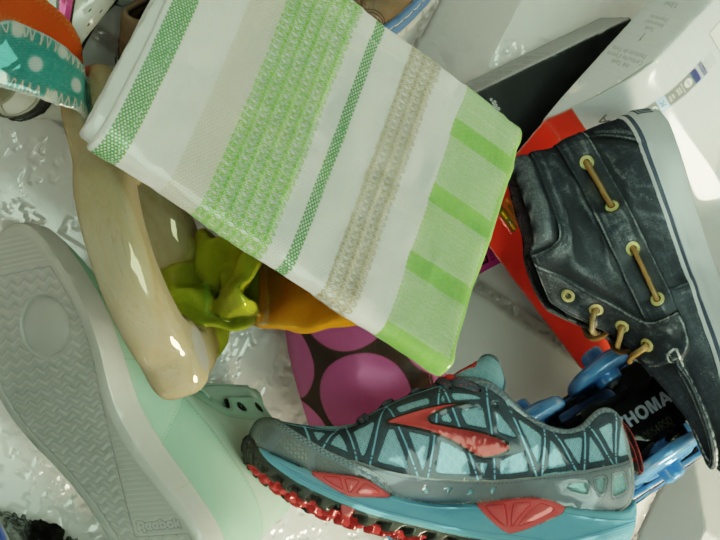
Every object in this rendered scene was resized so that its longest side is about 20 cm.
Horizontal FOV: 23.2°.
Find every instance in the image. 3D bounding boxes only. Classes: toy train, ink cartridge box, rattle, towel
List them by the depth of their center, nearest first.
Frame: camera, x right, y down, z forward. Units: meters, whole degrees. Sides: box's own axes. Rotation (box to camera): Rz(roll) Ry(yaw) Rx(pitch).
[{"bbox_3d":[-0.073,-0.053,0.798,0.130,0.141,0.202,-44,119,-63],"label":"rattle"},{"bbox_3d":[-0.021,-0.059,0.807,0.199,0.031,0.150,35,56,-20],"label":"towel"},{"bbox_3d":[0.101,0.117,0.964,0.199,0.114,0.087,-30,73,-15],"label":"toy train"},{"bbox_3d":[0.081,-0.061,0.983,0.199,0.037,0.096,-27,107,-20],"label":"ink cartridge box"},{"bbox_3d":[0.171,-0.049,0.983,0.200,0.047,0.160,-48,126,-11],"label":"ink cartridge box"}]

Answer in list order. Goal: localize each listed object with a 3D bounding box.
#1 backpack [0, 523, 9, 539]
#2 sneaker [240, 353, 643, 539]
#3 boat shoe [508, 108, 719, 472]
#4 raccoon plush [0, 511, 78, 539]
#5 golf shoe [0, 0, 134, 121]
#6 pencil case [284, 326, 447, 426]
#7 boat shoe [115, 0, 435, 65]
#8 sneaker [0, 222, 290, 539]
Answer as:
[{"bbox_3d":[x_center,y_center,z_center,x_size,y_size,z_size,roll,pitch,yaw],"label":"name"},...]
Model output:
[{"bbox_3d":[-0.223,0.172,0.759,0.145,0.199,0.186,-2,95,-26],"label":"backpack"},{"bbox_3d":[0.041,0.087,0.868,0.198,0.079,0.097,12,77,-6],"label":"sneaker"},{"bbox_3d":[0.142,0.023,0.915,0.090,0.071,0.202,-18,82,-4],"label":"boat shoe"},{"bbox_3d":[-0.109,0.195,0.854,0.198,0.134,0.098,22,87,-27],"label":"raccoon plush"},{"bbox_3d":[-0.140,-0.170,0.842,0.091,0.072,0.202,19,96,-35],"label":"golf shoe"},{"bbox_3d":[0.000,0.000,0.910,0.091,0.093,0.202,-45,126,-63],"label":"pencil case"},{"bbox_3d":[-0.034,-0.140,0.877,0.199,0.072,0.073,-35,141,-25],"label":"boat shoe"},{"bbox_3d":[-0.110,0.061,0.891,0.202,0.073,0.118,59,28,3],"label":"sneaker"}]
